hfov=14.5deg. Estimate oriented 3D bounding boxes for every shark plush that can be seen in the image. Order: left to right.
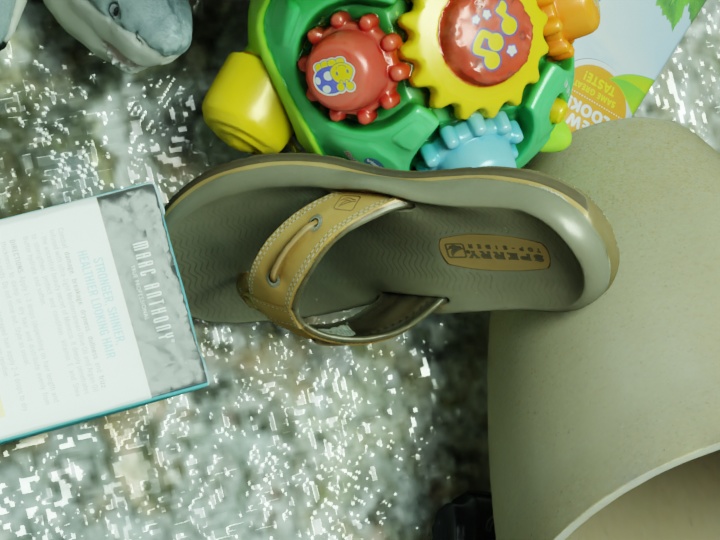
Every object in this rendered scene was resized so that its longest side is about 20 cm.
[{"bbox_3d":[-0.103,-0.174,1.115,0.091,0.083,0.201,1,80,-24],"label":"shark plush"}]

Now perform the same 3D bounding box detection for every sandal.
[{"bbox_3d":[0.000,0.000,1.072,0.054,0.200,0.080,-64,142,-38],"label":"sandal"}]

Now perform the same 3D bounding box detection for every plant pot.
[{"bbox_3d":[0.125,0.043,1.125,0.187,0.187,0.200,5,46,-23],"label":"plant pot"}]

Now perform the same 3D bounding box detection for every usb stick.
[{"bbox_3d":[0.124,0.128,1.191,0.200,0.033,0.056,8,78,-23],"label":"usb stick"}]

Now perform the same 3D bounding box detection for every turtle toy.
[{"bbox_3d":[0.010,-0.101,1.082,0.200,0.101,0.146,34,78,-24],"label":"turtle toy"}]

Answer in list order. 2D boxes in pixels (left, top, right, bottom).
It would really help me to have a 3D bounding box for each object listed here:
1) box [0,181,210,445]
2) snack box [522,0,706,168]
[{"bbox_3d":[-0.164,0.031,1.061,0.200,0.049,0.083,-14,87,-22],"label":"box"},{"bbox_3d":[0.051,-0.152,1.198,0.200,0.053,0.142,39,69,-13],"label":"snack box"}]
